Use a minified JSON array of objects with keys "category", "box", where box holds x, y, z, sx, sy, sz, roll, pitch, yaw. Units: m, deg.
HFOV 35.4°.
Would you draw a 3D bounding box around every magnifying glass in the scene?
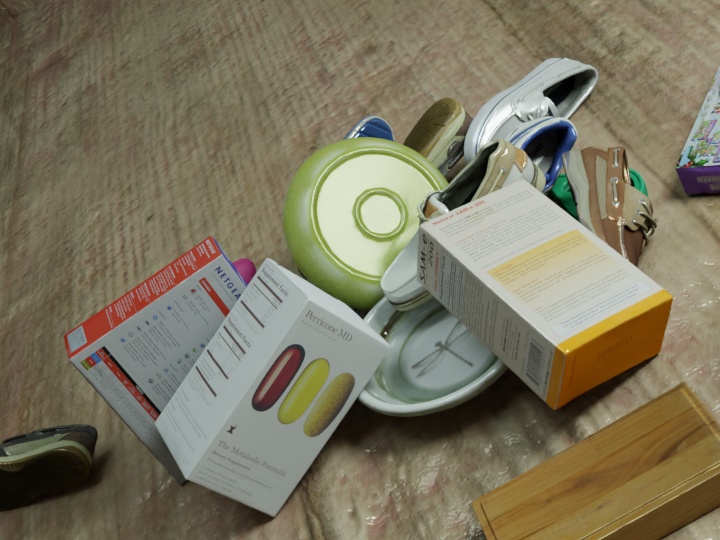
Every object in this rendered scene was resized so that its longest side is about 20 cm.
[{"category":"magnifying glass","box":[0.222,-0.088,1.212,0.080,0.022,0.200,-46,37,-17]}]

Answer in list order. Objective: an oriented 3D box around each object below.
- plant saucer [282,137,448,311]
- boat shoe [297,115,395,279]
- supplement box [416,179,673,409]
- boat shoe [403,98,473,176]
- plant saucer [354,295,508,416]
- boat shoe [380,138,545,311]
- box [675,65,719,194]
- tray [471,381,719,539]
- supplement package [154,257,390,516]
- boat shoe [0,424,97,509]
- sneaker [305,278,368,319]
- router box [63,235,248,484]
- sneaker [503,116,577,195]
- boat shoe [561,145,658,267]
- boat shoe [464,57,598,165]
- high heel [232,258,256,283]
[{"category":"plant saucer","box":[0.018,-0.055,1.200,0.200,0.200,0.031,-49,-1,-22]},{"category":"boat shoe","box":[-0.028,-0.084,1.280,0.072,0.072,0.200,22,87,61]},{"category":"supplement box","box":[0.157,0.016,1.002,0.126,0.074,0.200,-24,47,-24]},{"category":"boat shoe","box":[0.064,-0.104,1.313,0.200,0.065,0.073,-50,31,12]},{"category":"plant saucer","box":[0.083,0.073,1.094,0.200,0.050,0.200,-23,34,17]},{"category":"boat shoe","box":[0.087,-0.048,1.114,0.200,0.068,0.075,-46,34,6]},{"category":"box","box":[0.410,-0.158,1.121,0.137,0.039,0.200,-1,45,41]},{"category":"tray","box":[0.193,0.174,0.883,0.200,0.037,0.099,-30,33,4]},{"category":"supplement package","box":[-0.086,0.110,1.079,0.200,0.114,0.110,-56,34,4]},{"category":"boat shoe","box":[-0.381,0.222,1.293,0.200,0.073,0.065,-13,27,24]},{"category":"sneaker","box":[0.000,0.000,1.222,0.200,0.090,0.078,-39,33,-10]},{"category":"router box","box":[-0.167,0.095,1.145,0.179,0.200,0.049,-34,33,-3]},{"category":"sneaker","box":[0.152,-0.082,1.170,0.200,0.075,0.088,-59,11,-12]},{"category":"boat shoe","box":[0.246,-0.051,1.080,0.072,0.076,0.200,-17,50,12]},{"category":"boat shoe","box":[0.198,-0.182,1.301,0.065,0.074,0.200,14,54,49]},{"category":"high heel","box":[-0.150,0.068,1.276,0.096,0.067,0.200,-10,43,50]}]
